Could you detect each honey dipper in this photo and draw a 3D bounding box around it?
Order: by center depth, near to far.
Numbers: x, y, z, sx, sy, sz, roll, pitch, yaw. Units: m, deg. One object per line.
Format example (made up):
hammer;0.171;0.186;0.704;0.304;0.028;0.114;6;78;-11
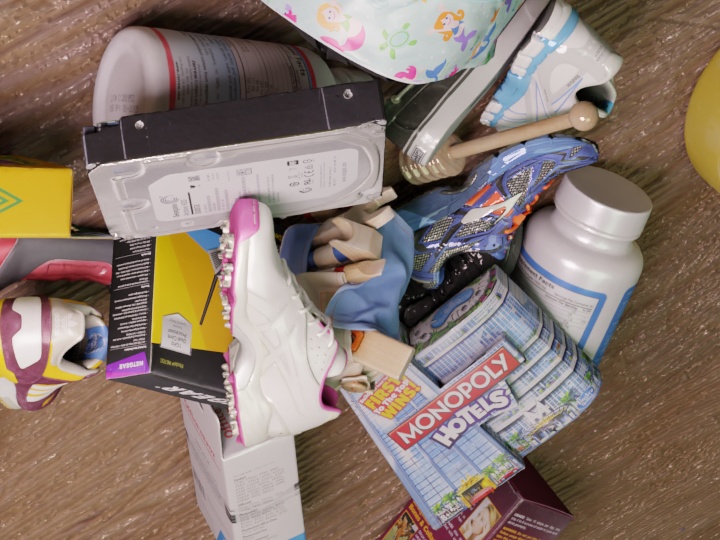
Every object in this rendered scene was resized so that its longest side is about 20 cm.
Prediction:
honey dipper;0.110;-0.102;1.331;0.038;0.200;0.038;8;78;-41

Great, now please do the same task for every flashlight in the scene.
flashlight;-0.236;0.000;1.282;0.200;0.068;0.068;5;148;-34

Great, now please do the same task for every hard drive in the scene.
hard drive;-0.083;-0.072;1.155;0.199;0.038;0.140;-8;161;-4

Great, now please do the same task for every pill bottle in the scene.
pill bottle;-0.088;-0.117;1.247;0.200;0.109;0.109;3;122;-32
pill bottle;0.185;0.012;1.504;0.112;0.112;0.200;3;122;-32

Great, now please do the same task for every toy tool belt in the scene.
toy tool belt;0.000;0.000;1.306;0.123;0.200;0.125;-11;148;33

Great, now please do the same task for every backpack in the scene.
backpack;0.022;-0.213;1.149;0.200;0.177;0.151;-38;159;-57

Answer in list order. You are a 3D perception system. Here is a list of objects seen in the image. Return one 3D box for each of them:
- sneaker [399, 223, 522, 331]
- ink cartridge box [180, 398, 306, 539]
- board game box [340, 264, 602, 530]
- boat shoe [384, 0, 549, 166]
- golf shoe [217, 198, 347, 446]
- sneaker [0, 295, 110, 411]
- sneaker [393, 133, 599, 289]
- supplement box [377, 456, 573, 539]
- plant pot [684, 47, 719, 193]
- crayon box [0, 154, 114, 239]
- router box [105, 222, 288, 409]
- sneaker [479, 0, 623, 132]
sneaker;0.062;0.018;1.472;0.104;0.060;0.200;1;126;-34
ink cartridge box;-0.102;0.155;1.442;0.068;0.116;0.200;-19;132;-17
board game box;0.073;0.098;1.443;0.200;0.062;0.200;-38;118;18
boat shoe;0.083;-0.172;1.317;0.200;0.064;0.071;-51;177;-24
golf shoe;-0.056;0.035;1.204;0.091;0.075;0.200;-4;125;-5
sneaker;-0.228;0.064;1.263;0.090;0.075;0.200;-2;171;2
sneaker;0.113;-0.051;1.412;0.200;0.079;0.075;-29;176;10
supplement box;0.098;0.270;1.651;0.086;0.110;0.200;25;109;-41
plant pot;0.422;-0.112;1.495;0.200;0.189;0.201;-16;131;-20
crayon box;-0.284;-0.053;1.165;0.200;0.126;0.052;0;97;-31
router box;-0.108;0.027;1.302;0.051;0.150;0.200;-9;162;35
sneaker;0.154;-0.140;1.330;0.075;0.087;0.200;-57;179;-13
